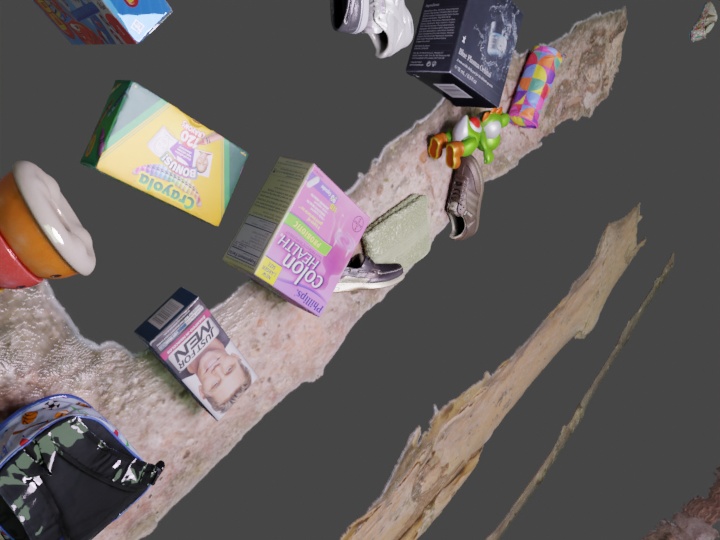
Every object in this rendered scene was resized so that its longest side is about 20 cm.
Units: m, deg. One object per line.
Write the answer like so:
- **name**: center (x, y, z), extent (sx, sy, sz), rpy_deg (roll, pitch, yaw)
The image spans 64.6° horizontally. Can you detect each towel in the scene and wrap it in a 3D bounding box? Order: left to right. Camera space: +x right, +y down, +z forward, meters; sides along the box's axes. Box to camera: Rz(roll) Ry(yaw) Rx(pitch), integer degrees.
- **towel**: center (0.084, -0.063, 1.208), extent (0.199, 0.036, 0.151), rpy_deg (-35, 126, -34)

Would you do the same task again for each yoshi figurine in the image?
- **yoshi figurine**: center (0.247, -0.280, 1.243), extent (0.198, 0.112, 0.114), rpy_deg (-31, 96, -23)

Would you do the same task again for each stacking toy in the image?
- **stacking toy**: center (-0.424, -0.018, 0.648), extent (0.198, 0.146, 0.148), rpy_deg (-31, 127, -12)

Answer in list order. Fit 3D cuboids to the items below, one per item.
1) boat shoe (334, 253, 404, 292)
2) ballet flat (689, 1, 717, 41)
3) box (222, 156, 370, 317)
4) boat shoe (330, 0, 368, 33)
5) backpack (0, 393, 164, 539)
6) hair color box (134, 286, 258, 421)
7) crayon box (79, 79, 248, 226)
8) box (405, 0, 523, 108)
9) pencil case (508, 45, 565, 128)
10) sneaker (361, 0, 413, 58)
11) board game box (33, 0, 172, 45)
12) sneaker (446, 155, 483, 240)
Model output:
- **boat shoe**: center (0.000, 0.000, 1.101), extent (0.196, 0.072, 0.066), rpy_deg (-7, 106, -25)
- **ballet flat**: center (1.332, -0.956, 2.191), extent (0.202, 0.063, 0.076), rpy_deg (-57, 135, -16)
- **box**: center (-0.102, -0.055, 0.969), extent (0.176, 0.096, 0.203), rpy_deg (39, 76, -46)
- **boat shoe**: center (-0.028, -0.490, 0.919), extent (0.066, 0.069, 0.204), rpy_deg (-26, 129, -39)
- **backpack**: center (-0.390, 0.259, 0.737), extent (0.200, 0.152, 0.193), rpy_deg (-45, 140, -34)
- **hair color box**: center (-0.254, 0.135, 0.904), extent (0.100, 0.060, 0.202), rpy_deg (-47, 133, -24)
- **crayon box**: center (-0.264, -0.156, 0.789), extent (0.199, 0.058, 0.121), rpy_deg (27, 84, -48)
- **box**: center (0.213, -0.459, 1.144), extent (0.195, 0.116, 0.204), rpy_deg (11, 95, -48)
- **pencil case**: center (0.432, -0.451, 1.406), extent (0.088, 0.088, 0.203), rpy_deg (25, 87, -48)
- **sneaker**: center (0.035, -0.468, 0.981), extent (0.100, 0.074, 0.202), rpy_deg (-45, 132, -27)
- **board game box**: center (-0.314, -0.329, 0.572), extent (0.056, 0.194, 0.201), rpy_deg (-52, 134, -17)
- **sneaker**: center (0.236, -0.163, 1.309), extent (0.075, 0.070, 0.204), rpy_deg (-28, 122, -35)
